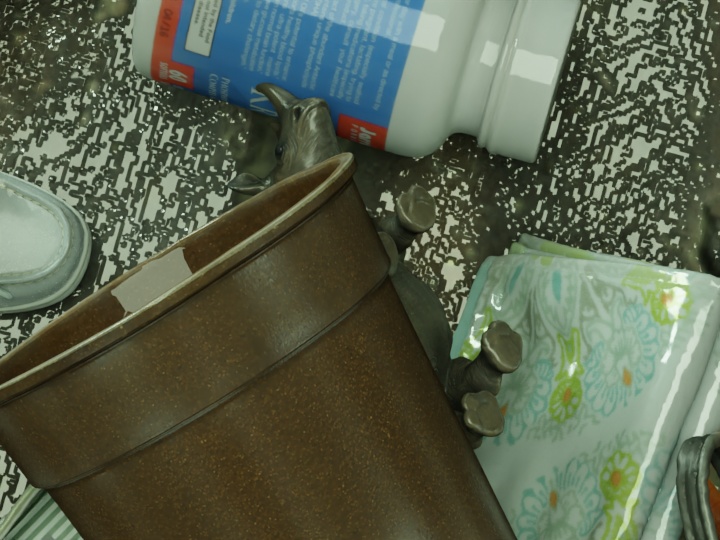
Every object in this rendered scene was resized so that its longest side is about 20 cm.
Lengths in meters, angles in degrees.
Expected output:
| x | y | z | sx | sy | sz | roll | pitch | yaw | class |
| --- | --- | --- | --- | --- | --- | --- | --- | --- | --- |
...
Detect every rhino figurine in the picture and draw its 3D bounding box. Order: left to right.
| x | y | z | sx | sy | sz | roll | pitch | yaw | class |
| --- | --- | --- | --- | --- | --- | --- | --- | --- | --- |
| 0.000 | 0.000 | 1.342 | 0.060 | 0.087 | 0.201 | -25 | 80 | -36 | rhino figurine |

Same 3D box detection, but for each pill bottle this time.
| x | y | z | sx | sy | sz | roll | pitch | yaw | class |
| --- | --- | --- | --- | --- | --- | --- | --- | --- | --- |
| 0.000 | -0.118 | 1.391 | 0.199 | 0.112 | 0.113 | 17 | 83 | 4 | pill bottle |

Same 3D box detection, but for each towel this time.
| x | y | z | sx | sy | sz | roll | pitch | yaw | class |
| --- | --- | --- | --- | --- | --- | --- | --- | --- | --- |
| 0.087 | 0.085 | 1.341 | 0.048 | 0.171 | 0.201 | 25 | 82 | -33 | towel |

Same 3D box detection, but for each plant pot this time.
| x | y | z | sx | sy | sz | roll | pitch | yaw | class |
| --- | --- | --- | --- | --- | --- | --- | --- | --- | --- |
| -0.039 | 0.086 | 1.248 | 0.200 | 0.200 | 0.199 | -31 | 97 | -3 | plant pot |

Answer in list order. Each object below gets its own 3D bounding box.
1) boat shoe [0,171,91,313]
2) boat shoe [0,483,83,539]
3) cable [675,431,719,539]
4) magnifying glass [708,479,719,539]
| x | y | z | sx | sy | sz | roll | pitch | yaw | class |
| --- | --- | --- | --- | --- | --- | --- | --- | --- | --- |
| -0.230 | -0.029 | 1.408 | 0.201 | 0.065 | 0.075 | 17 | 83 | 3 | boat shoe |
| -0.117 | 0.103 | 1.389 | 0.072 | 0.062 | 0.200 | 39 | 85 | 6 | boat shoe |
| 0.167 | 0.144 | 1.237 | 0.097 | 0.050 | 0.201 | 34 | 54 | -22 | cable |
| 0.204 | 0.162 | 1.376 | 0.022 | 0.080 | 0.200 | -38 | 73 | -6 | magnifying glass |
